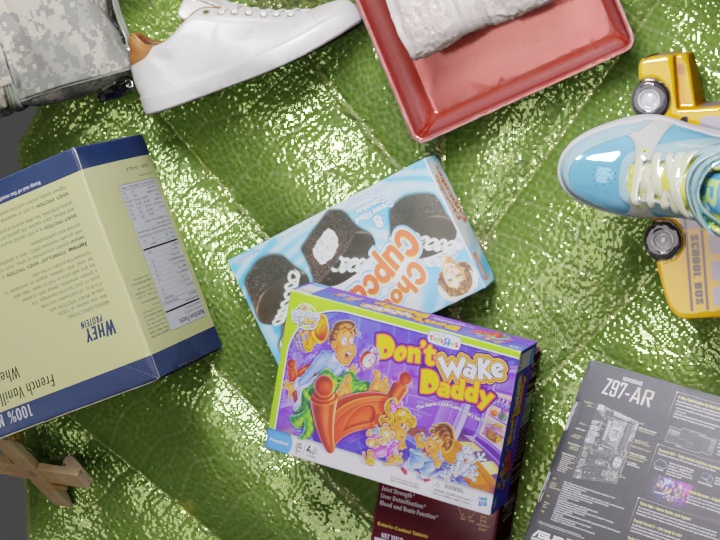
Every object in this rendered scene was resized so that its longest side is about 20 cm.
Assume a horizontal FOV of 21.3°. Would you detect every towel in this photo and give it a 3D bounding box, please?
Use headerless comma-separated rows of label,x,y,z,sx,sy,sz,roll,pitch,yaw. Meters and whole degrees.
towel,0.063,-0.279,1.480,0.132,0.034,0.202,-20,92,22

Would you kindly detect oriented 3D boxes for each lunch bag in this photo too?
lunch bag,-0.286,-0.228,1.598,0.166,0.139,0.202,-15,95,0

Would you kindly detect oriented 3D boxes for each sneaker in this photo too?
sneaker,0.231,-0.066,1.372,0.198,0.130,0.080,2,101,17
sneaker,-0.099,-0.197,1.556,0.198,0.073,0.085,-19,97,9

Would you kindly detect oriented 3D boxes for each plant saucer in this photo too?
plant saucer,0.095,-0.231,1.513,0.198,0.037,0.202,-23,90,22

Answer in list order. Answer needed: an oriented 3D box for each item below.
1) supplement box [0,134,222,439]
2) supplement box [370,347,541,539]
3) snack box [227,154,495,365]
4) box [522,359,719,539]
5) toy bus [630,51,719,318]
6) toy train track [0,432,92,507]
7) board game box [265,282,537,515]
supplement box,-0.258,0.017,1.628,0.199,0.134,0.201,-21,91,21
supplement box,0.076,0.153,1.571,0.108,0.061,0.202,11,101,18
snack box,0.000,0.000,1.585,0.199,0.037,0.117,-27,90,21
box,0.242,0.172,1.465,0.199,0.044,0.161,15,76,31
toy bus,0.257,-0.067,1.466,0.078,0.065,0.202,-4,98,20
toy train track,-0.322,0.164,1.720,0.198,0.115,0.033,5,56,30
board game box,0.030,0.100,1.523,0.198,0.045,0.136,14,103,20
